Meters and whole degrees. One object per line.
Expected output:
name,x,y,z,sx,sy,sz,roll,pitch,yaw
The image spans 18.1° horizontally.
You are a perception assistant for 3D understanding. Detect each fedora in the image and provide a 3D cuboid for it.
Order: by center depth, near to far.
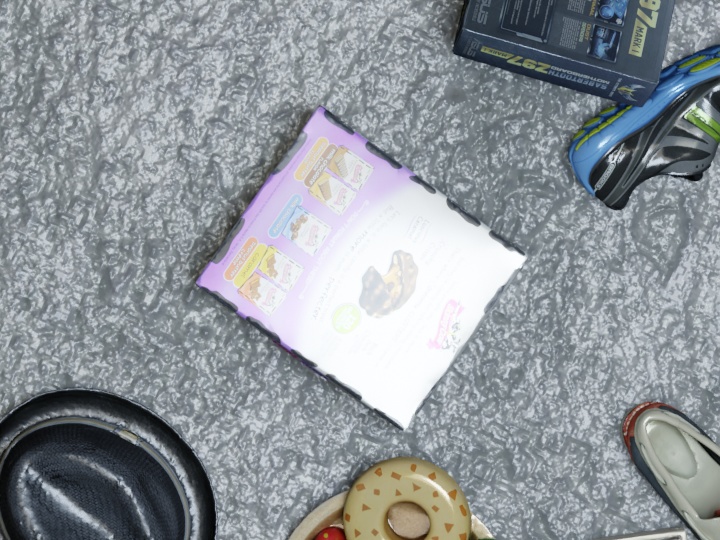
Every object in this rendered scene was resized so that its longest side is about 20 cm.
fedora,-0.206,0.186,1.712,0.200,0.092,0.201,0,89,-3

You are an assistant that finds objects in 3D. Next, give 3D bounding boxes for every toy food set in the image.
toy food set,0.028,0.260,1.733,0.200,0.049,0.198,-38,86,6

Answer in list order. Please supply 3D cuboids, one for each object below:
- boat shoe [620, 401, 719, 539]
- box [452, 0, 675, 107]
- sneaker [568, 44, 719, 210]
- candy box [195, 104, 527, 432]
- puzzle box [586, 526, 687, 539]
boat shoe,0.284,0.179,1.762,0.200,0.063,0.071,45,85,-3
box,0.169,-0.241,1.741,0.157,0.051,0.201,14,70,-3
sneaker,0.258,-0.116,1.770,0.199,0.071,0.083,-32,108,-4
candy box,0.000,0.000,1.741,0.200,0.072,0.168,36,87,-2
puzzle box,0.167,0.280,1.770,0.199,0.025,0.134,-9,89,-4
